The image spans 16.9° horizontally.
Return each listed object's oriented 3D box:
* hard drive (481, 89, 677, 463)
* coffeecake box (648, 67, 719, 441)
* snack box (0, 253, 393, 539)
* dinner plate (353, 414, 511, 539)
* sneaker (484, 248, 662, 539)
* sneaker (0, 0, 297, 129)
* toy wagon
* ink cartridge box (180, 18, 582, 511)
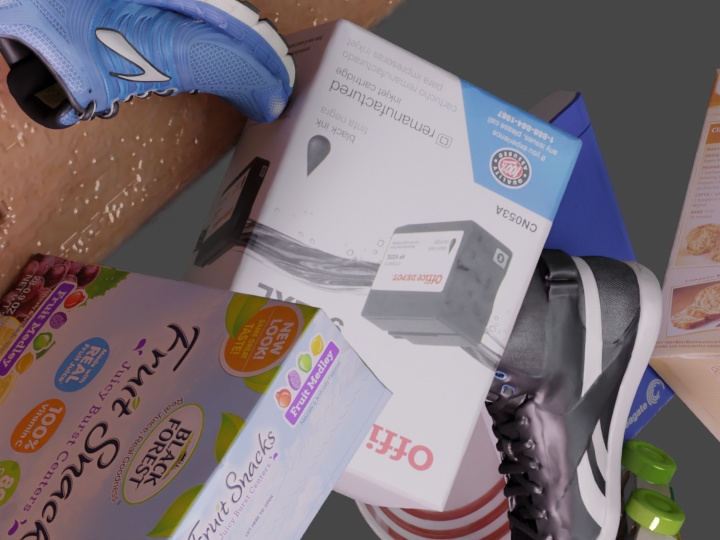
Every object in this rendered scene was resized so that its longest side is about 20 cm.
[{"bbox_3d":[0.105,0.021,1.332,0.132,0.025,0.200,-41,124,-32],"label":"hard drive"},{"bbox_3d":[0.252,0.000,1.439,0.154,0.073,0.200,44,54,-44],"label":"coffeecake box"},{"bbox_3d":[-0.110,0.085,1.039,0.169,0.200,0.068,-57,131,-22],"label":"snack box"},{"bbox_3d":[0.053,0.061,1.322,0.200,0.024,0.200,-11,106,-44],"label":"dinner plate"},{"bbox_3d":[0.081,0.084,1.268,0.112,0.073,0.200,10,94,-28],"label":"sneaker"},{"bbox_3d":[-0.117,-0.103,1.096,0.200,0.079,0.089,21,90,-37],"label":"sneaker"},{"bbox_3d":[0.132,0.188,1.320,0.040,0.200,0.155,23,108,-5],"label":"toy wagon"},{"bbox_3d":[0.000,0.000,1.182,0.145,0.084,0.200,25,79,-20],"label":"ink cartridge box"}]
